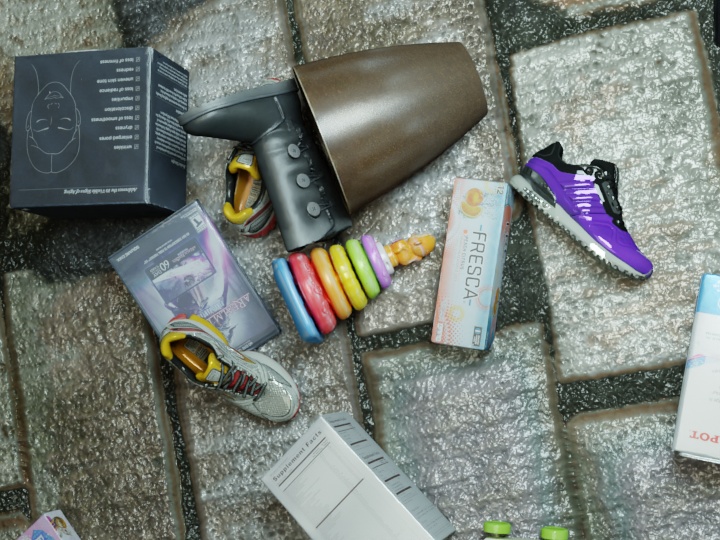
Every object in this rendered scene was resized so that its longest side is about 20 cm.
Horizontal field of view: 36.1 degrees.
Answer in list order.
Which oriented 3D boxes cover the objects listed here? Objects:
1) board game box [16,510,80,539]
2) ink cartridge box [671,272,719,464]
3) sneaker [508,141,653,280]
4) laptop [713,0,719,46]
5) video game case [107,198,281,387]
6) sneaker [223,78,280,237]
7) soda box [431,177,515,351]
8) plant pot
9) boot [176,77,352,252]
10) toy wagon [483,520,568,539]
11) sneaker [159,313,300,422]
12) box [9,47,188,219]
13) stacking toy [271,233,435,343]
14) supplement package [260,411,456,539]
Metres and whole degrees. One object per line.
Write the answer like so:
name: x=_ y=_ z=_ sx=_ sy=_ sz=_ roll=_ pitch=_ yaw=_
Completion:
board game box: x=-0.417 y=0.458 z=1.450 sx=0.199 sy=0.041 sz=0.200 roll=-43 pitch=76 yaw=9
ink cartridge box: x=0.432 y=0.116 z=1.216 sx=0.143 sy=0.085 sz=0.202 roll=10 pitch=87 yaw=17
sneaker: x=0.276 y=-0.077 z=1.287 sx=0.200 sy=0.070 sz=0.100 roll=42 pitch=95 yaw=15
laptop: x=0.525 y=-0.356 z=1.269 sx=0.198 sy=0.116 sz=0.189 roll=2 pitch=86 yaw=-12
video game case: x=-0.212 y=0.030 z=1.417 sx=0.142 sy=0.019 sz=0.201 roll=-32 pitch=94 yaw=11
sneaker: x=-0.124 y=-0.144 z=1.395 sx=0.077 sy=0.082 sz=0.202 roll=9 pitch=87 yaw=16
soda box: x=0.136 y=-0.007 z=1.325 sx=0.068 sy=0.064 sz=0.202 roll=8 pitch=88 yaw=17
plant pot: x=0.044 y=-0.192 z=1.324 sx=0.199 sy=0.187 sz=0.188 roll=-22 pitch=79 yaw=-1
boot: x=-0.112 y=-0.115 z=1.321 sx=0.164 sy=0.066 sz=0.201 roll=-21 pitch=95 yaw=-29
toy wagon: x=0.211 y=0.376 z=1.281 sx=0.198 sy=0.040 sz=0.156 roll=1 pitch=86 yaw=17
sneaker: x=-0.167 y=0.132 z=1.379 sx=0.199 sy=0.082 sz=0.078 roll=29 pitch=103 yaw=0
box: x=-0.338 y=-0.173 z=1.438 sx=0.198 sy=0.124 sz=0.198 roll=0 pitch=84 yaw=16
stacking toy: x=0.000 y=0.000 z=1.354 sx=0.199 sy=0.116 sz=0.110 roll=-25 pitch=81 yaw=1
supplement package: x=-0.001 y=0.278 z=1.315 sx=0.114 sy=0.109 sz=0.200 roll=-46 pitch=75 yaw=8
